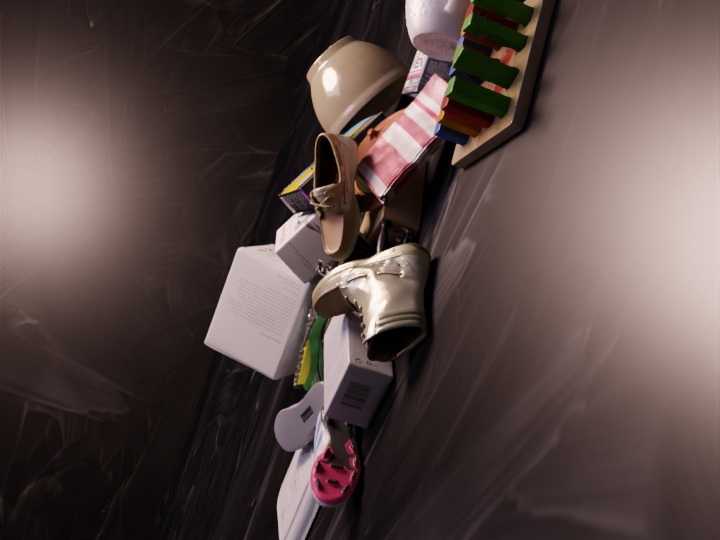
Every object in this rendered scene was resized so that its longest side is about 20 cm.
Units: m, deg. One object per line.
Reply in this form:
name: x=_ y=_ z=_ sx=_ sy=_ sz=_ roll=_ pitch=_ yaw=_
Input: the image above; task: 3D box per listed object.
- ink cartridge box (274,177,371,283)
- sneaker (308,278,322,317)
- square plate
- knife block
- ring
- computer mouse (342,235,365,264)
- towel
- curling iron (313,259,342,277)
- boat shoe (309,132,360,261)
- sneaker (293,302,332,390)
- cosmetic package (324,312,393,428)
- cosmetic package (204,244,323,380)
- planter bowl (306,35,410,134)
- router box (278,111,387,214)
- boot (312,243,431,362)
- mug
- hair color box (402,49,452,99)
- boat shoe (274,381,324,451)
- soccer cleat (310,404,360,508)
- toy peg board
ink cartridge box: x=-0.055 y=-0.087 z=1.717 sx=0.200 sy=0.084 sz=0.146 roll=-41 pitch=15 yaw=9
sneaker: x=-0.068 y=0.106 z=1.702 sx=0.072 sy=0.072 sz=0.201 roll=-29 pitch=41 yaw=49
square plate: x=-0.097 y=0.356 z=1.583 sx=0.200 sy=0.028 sz=0.199 roll=-112 pitch=43 yaw=-71
knife block: x=0.057 y=-0.083 z=1.486 sx=0.176 sy=0.064 sz=0.201 roll=-139 pitch=68 yaw=-75
ring: x=0.037 y=-0.179 z=1.519 sx=0.200 sy=0.019 sz=0.201 roll=-33 pitch=36 yaw=28
computer mouse: x=0.000 y=0.000 z=1.581 sx=0.200 sy=0.046 sz=0.141 roll=73 pitch=-170 yaw=-65
towel: x=0.076 y=-0.203 z=1.455 sx=0.200 sy=0.023 sz=0.144 roll=-48 pitch=31 yaw=8
curling iron: x=-0.037 y=-0.007 z=1.647 sx=0.026 sy=0.049 sz=0.200 roll=-62 pitch=-6 yaw=10
boat shoe: x=-0.046 y=-0.116 z=1.483 sx=0.074 sy=0.066 sz=0.202 roll=-14 pitch=72 yaw=40
sneaker: x=-0.052 y=0.111 z=1.598 sx=0.078 sy=0.085 sz=0.201 roll=-93 pitch=16 yaw=-65
cosmetic package: x=-0.006 y=0.127 z=1.435 sx=0.200 sy=0.071 sz=0.102 roll=-94 pitch=26 yaw=-59
cosmetic package: x=-0.163 y=0.075 z=1.829 sx=0.201 sy=0.164 sz=0.165 roll=-68 pitch=-17 yaw=10
planter bowl: x=-0.016 y=-0.350 z=1.806 sx=0.200 sy=0.135 sz=0.200 roll=-41 pitch=-4 yaw=-3
router box: x=-0.041 y=-0.185 z=1.675 sx=0.200 sy=0.051 sz=0.149 roll=-45 pitch=13 yaw=-15
boot: x=0.010 y=0.060 z=1.344 sx=0.199 sy=0.072 sz=0.155 roll=-23 pitch=43 yaw=28
mug: x=0.141 y=-0.413 z=1.399 sx=0.200 sy=0.147 sz=0.177 roll=118 pitch=167 yaw=-78
hair color box: x=0.137 y=-0.376 z=1.574 sx=0.100 sy=0.060 sz=0.201 roll=-149 pitch=79 yaw=-76
boat shoe: x=-0.073 y=0.229 z=1.555 sx=0.072 sy=0.065 sz=0.200 roll=60 pitch=137 yaw=22
soccer cleat: x=-0.036 y=0.277 z=1.389 sx=0.201 sy=0.069 sz=0.087 roll=-86 pitch=4 yaw=-54
toy peg board: x=0.153 y=-0.266 z=1.276 sx=0.199 sy=0.097 sz=0.201 roll=153 pitch=135 yaw=-71
